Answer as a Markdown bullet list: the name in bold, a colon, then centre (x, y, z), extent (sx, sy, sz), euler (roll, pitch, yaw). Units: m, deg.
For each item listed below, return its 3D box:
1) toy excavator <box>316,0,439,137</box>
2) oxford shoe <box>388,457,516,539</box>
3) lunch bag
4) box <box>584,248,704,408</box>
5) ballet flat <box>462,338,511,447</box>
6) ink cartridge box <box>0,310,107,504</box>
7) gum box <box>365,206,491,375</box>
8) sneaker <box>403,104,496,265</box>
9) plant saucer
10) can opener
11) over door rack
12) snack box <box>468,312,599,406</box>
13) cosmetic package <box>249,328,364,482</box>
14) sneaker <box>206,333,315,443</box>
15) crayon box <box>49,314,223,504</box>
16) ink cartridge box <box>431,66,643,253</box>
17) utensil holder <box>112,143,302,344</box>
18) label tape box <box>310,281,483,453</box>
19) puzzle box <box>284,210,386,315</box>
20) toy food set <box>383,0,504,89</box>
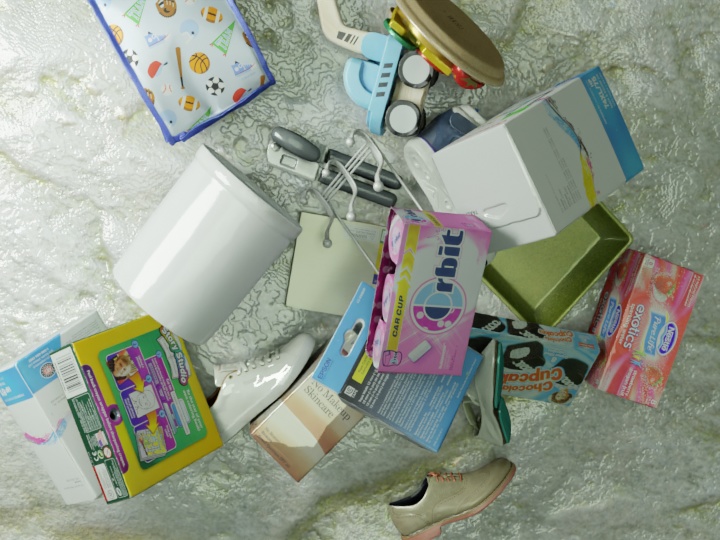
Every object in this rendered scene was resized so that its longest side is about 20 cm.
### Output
- **toy excavator**: centre (0.008, -0.289, 1.252), extent (0.196, 0.100, 0.198), euler (17, 102, 6)
- **oxford shoe**: centre (0.132, 0.319, 1.356), extent (0.198, 0.070, 0.076), euler (-32, 95, -4)
- **lunch bag**: centre (-0.224, -0.286, 1.204), extent (0.168, 0.124, 0.202), euler (-31, 93, -3)
- **box**: centre (0.399, 0.080, 1.347), extent (0.101, 0.095, 0.203), euler (18, 95, -10)
- **ballet flat**: centre (0.172, 0.176, 1.311), extent (0.068, 0.070, 0.202), euler (-18, 132, -5)
- **ink cartridge box**: centre (-0.364, 0.180, 1.226), extent (0.084, 0.144, 0.202), euler (-21, 102, 40)
- **gum box**: centre (0.080, 0.032, 1.149), extent (0.111, 0.066, 0.204), euler (4, 109, -17)
- **sneaker**: centre (0.162, -0.126, 1.264), extent (0.145, 0.080, 0.202), euler (-34, 93, -20)
- **plant saucer**: centre (0.252, -0.043, 1.335), extent (0.200, 0.048, 0.200), euler (44, 90, -11)
- **can opener**: centre (-0.036, -0.138, 1.280), extent (0.197, 0.066, 0.054), euler (20, 93, -14)
- **over door rack**: centre (0.020, -0.063, 1.221), extent (0.200, 0.148, 0.067), euler (46, 46, -1)
- **snack box**: centre (0.225, 0.127, 1.331), extent (0.196, 0.037, 0.117), euler (10, 130, -9)
- **cosmetic package**: centre (-0.051, 0.180, 1.303), extent (0.103, 0.087, 0.200), euler (44, 90, -10)
- **sneaker**: centre (-0.151, 0.145, 1.292), extent (0.200, 0.073, 0.085), euler (-43, 103, 1)
- **crayon box**: centre (-0.285, 0.169, 1.211), extent (0.058, 0.172, 0.203), euler (-21, 90, 35)
- **ink cartridge box**: centre (0.223, -0.136, 1.181), extent (0.199, 0.146, 0.148), euler (-33, 100, -34)
- **utensil holder**: centre (-0.200, -0.031, 1.216), extent (0.169, 0.170, 0.201), euler (39, 92, -11)
- **label tape box**: centre (0.043, 0.127, 1.233), extent (0.198, 0.066, 0.145), euler (31, 79, -12)
- **puzzle box**: centre (0.000, 0.000, 1.318), extent (0.196, 0.025, 0.136), euler (10, 95, -9)
- **toy food set**: centre (0.108, -0.304, 1.213), extent (0.197, 0.201, 0.049), euler (38, 118, -12)
